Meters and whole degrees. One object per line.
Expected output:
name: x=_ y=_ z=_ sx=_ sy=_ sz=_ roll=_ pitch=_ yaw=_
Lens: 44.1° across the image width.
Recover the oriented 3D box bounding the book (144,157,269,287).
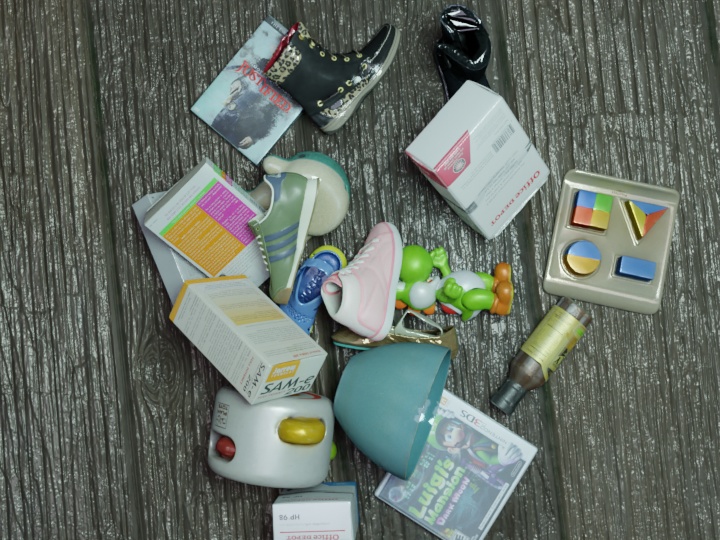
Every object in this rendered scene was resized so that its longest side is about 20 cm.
book: x=-0.205 y=-0.058 z=1.342 sx=0.134 sy=0.048 sz=0.200 roll=-40 pitch=118 yaw=13

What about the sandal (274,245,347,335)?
sandal: x=-0.093 y=0.049 z=1.382 sx=0.079 sy=0.087 sz=0.201 roll=28 pitch=91 yaw=1

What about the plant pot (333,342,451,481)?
plant pot: x=0.039 y=0.188 z=1.303 sx=0.134 sy=0.200 sz=0.201 roll=18 pitch=88 yaw=12

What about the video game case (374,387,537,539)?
video game case: x=0.149 y=0.314 z=1.392 sx=0.181 sy=0.023 sz=0.200 roll=32 pitch=89 yaw=3

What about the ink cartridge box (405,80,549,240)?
ink cartridge box: x=0.179 y=-0.160 z=1.324 sx=0.146 sy=0.200 sz=0.085 roll=-48 pitch=46 yaw=0

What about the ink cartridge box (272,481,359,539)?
ink cartridge box: x=-0.064 y=0.363 z=1.310 sx=0.115 sy=0.200 sz=0.067 roll=-3 pitch=86 yaw=2

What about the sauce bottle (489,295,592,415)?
sauce bottle: x=0.276 y=0.134 z=1.376 sx=0.065 sy=0.065 sz=0.200 roll=38 pitch=91 yaw=3

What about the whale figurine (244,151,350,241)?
whale figurine: x=-0.111 y=-0.120 z=1.390 sx=0.199 sy=0.104 sz=0.159 roll=-10 pitch=126 yaw=22

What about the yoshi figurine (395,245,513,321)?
yoshi figurine: x=0.133 y=0.009 z=1.371 sx=0.199 sy=0.112 sz=0.112 roll=2 pitch=72 yaw=5

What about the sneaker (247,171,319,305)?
sneaker: x=-0.125 y=-0.052 z=1.313 sx=0.089 sy=0.067 sz=0.201 roll=14 pitch=108 yaw=-6

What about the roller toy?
roller toy: x=-0.132 y=0.237 z=1.323 sx=0.182 sy=0.200 sz=0.140 roll=7 pitch=87 yaw=8

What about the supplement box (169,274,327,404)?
supplement box: x=-0.163 y=0.095 z=1.284 sx=0.200 sy=0.126 sz=0.074 roll=41 pitch=116 yaw=28

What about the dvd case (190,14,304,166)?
dvd case: x=-0.156 y=-0.289 z=1.431 sx=0.146 sy=0.022 sz=0.200 roll=40 pitch=88 yaw=3

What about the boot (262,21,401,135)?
boot: x=-0.044 y=-0.330 z=1.378 sx=0.150 sy=0.073 sz=0.200 roll=35 pitch=96 yaw=-23

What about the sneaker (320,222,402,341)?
sneaker: x=0.000 y=0.000 z=1.339 sx=0.104 sy=0.075 sz=0.201 roll=21 pitch=57 yaw=-24

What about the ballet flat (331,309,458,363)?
ballet flat: x=0.057 y=0.094 z=1.379 sx=0.199 sy=0.068 sz=0.073 roll=10 pitch=103 yaw=1

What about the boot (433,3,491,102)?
boot: x=0.166 y=-0.287 z=1.345 sx=0.076 sy=0.168 sz=0.201 roll=-22 pitch=87 yaw=1

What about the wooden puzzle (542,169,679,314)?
wooden puzzle: x=0.394 y=-0.046 z=1.386 sx=0.184 sy=0.046 sz=0.201 roll=12 pitch=88 yaw=2

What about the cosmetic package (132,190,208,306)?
cosmetic package: x=-0.278 y=-0.025 z=1.390 sx=0.051 sy=0.082 sz=0.201 roll=-25 pitch=86 yaw=37
